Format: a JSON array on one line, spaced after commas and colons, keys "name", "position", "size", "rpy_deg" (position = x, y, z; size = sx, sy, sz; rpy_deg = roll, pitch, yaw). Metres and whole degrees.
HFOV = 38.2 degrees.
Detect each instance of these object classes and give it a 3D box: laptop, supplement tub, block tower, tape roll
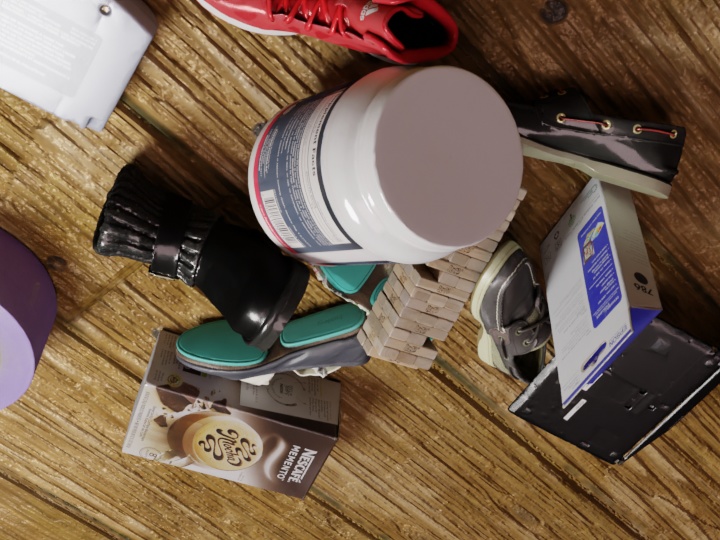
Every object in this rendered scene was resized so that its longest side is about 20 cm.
[{"name": "laptop", "position": [0.275, 0.096, 1.010], "size": [0.200, 0.103, 0.177], "rpy_deg": [27, 127, -8]}, {"name": "supplement tub", "position": [0.013, -0.074, 0.780], "size": [0.140, 0.141, 0.200], "rpy_deg": [35, 163, -24]}, {"name": "block tower", "position": [0.070, -0.007, 0.898], "size": [0.058, 0.054, 0.200], "rpy_deg": [18, 109, -26]}, {"name": "tape roll", "position": [-0.400, 0.044, 0.995], "size": [0.199, 0.085, 0.200], "rpy_deg": [1, 131, 1]}]

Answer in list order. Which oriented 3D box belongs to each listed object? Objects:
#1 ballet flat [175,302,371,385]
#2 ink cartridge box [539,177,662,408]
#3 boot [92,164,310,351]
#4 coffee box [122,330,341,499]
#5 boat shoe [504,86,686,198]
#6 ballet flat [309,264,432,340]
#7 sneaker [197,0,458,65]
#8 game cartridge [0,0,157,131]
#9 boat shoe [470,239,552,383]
[{"name": "ballet flat", "position": [-0.080, 0.082, 1.022], "size": [0.199, 0.073, 0.073], "rpy_deg": [-10, 130, 8]}, {"name": "ink cartridge box", "position": [0.197, 0.017, 0.862], "size": [0.039, 0.200, 0.100], "rpy_deg": [21, 130, -14]}, {"name": "boot", "position": [-0.140, -0.013, 0.863], "size": [0.158, 0.211, 0.080], "rpy_deg": [28, 93, -23]}, {"name": "coffee box", "position": [-0.131, 0.152, 1.075], "size": [0.199, 0.080, 0.113], "rpy_deg": [17, 129, -11]}, {"name": "boat shoe", "position": [0.162, -0.116, 0.844], "size": [0.201, 0.074, 0.063], "rpy_deg": [16, 95, 2]}, {"name": "ballet flat", "position": [0.000, 0.000, 0.948], "size": [0.076, 0.064, 0.200], "rpy_deg": [-48, 120, -10]}, {"name": "sneaker", "position": [-0.021, -0.196, 0.735], "size": [0.199, 0.116, 0.079], "rpy_deg": [8, 100, -15]}, {"name": "game cartridge", "position": [-0.266, -0.202, 0.807], "size": [0.200, 0.041, 0.133], "rpy_deg": [27, 130, -19]}, {"name": "boat shoe", "position": [0.144, 0.043, 0.937], "size": [0.066, 0.072, 0.201], "rpy_deg": [35, 161, 23]}]
